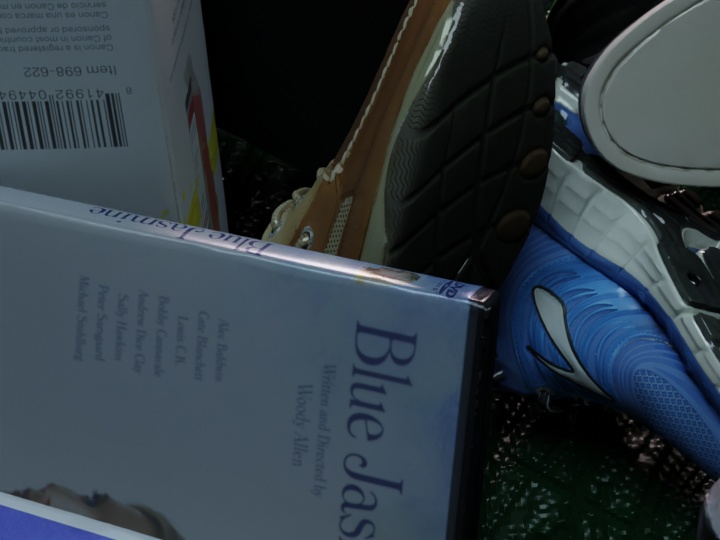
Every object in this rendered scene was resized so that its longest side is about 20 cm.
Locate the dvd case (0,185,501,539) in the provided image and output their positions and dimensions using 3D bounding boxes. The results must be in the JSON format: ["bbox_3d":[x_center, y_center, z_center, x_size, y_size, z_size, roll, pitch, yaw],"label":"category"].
[{"bbox_3d":[-0.058,0.055,0.875,0.199,0.143,0.018,12,21,18],"label":"dvd case"}]

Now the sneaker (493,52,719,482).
[{"bbox_3d":[0.090,0.020,0.946,0.078,0.089,0.200,-10,53,-48],"label":"sneaker"}]

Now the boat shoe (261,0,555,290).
[{"bbox_3d":[0.000,0.000,0.900,0.074,0.201,0.076,22,10,37],"label":"boat shoe"}]

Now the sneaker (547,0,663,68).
[{"bbox_3d":[0.150,-0.066,1.019,0.199,0.077,0.084,14,49,28],"label":"sneaker"}]

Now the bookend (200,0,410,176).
[{"bbox_3d":[-0.055,-0.090,1.013,0.199,0.199,0.092,26,49,4],"label":"bookend"}]

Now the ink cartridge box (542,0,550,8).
[{"bbox_3d":[-0.010,-0.158,1.020,0.199,0.160,0.047,29,42,-8],"label":"ink cartridge box"}]

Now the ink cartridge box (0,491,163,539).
[{"bbox_3d":[-0.088,0.166,0.813,0.199,0.047,0.198,15,55,18],"label":"ink cartridge box"}]

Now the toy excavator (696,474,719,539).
[{"bbox_3d":[0.132,0.172,0.769,0.200,0.100,0.194,35,58,24],"label":"toy excavator"}]

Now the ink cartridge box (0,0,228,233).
[{"bbox_3d":[-0.123,-0.040,0.934,0.144,0.201,0.084,0,38,7],"label":"ink cartridge box"}]

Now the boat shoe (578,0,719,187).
[{"bbox_3d":[0.155,-0.080,0.956,0.199,0.073,0.063,-24,10,-17],"label":"boat shoe"}]
